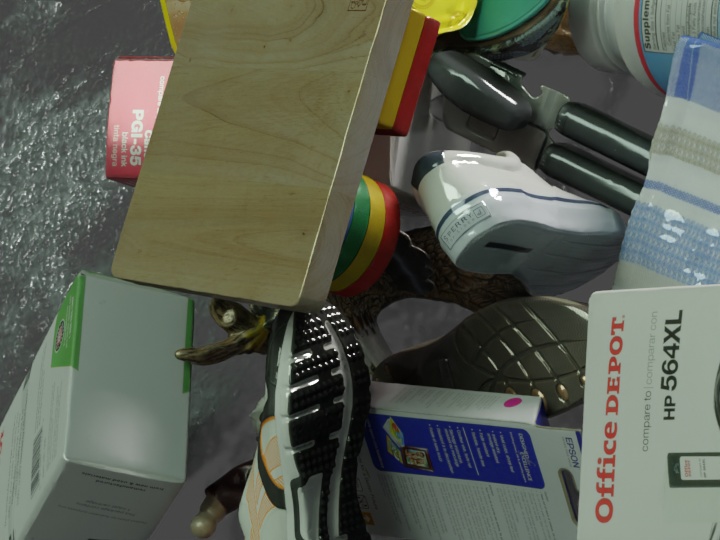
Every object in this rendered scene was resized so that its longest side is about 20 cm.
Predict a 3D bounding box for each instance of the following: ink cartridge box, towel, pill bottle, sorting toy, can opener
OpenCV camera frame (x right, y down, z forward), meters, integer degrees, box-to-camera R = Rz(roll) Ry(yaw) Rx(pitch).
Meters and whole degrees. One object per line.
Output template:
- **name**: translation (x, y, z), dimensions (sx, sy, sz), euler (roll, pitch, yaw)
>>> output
- **ink cartridge box**: translation (-0.179, 0.120, 1.660), dimensions (0.200, 0.084, 0.147), euler (123, 154, -49)
- **towel**: translation (0.211, -0.025, 1.450), dimensions (0.147, 0.024, 0.201), euler (26, 105, 43)
- **pill bottle**: translation (0.225, -0.154, 1.533), dimensions (0.199, 0.109, 0.109), euler (10, 68, 47)
- **ink cartridge box**: translation (0.066, 0.117, 1.485), dimensions (0.199, 0.095, 0.037), euler (5, 32, 42)
- **sorting toy**: translation (-0.040, -0.074, 1.476), dimensions (0.200, 0.069, 0.200), euler (8, 80, 53)
- **ink cartridge box**: translation (-0.043, -0.085, 1.635), dimensions (0.199, 0.146, 0.083), euler (3, 84, 21)
- **can opener**: translation (0.127, -0.074, 1.551), dimensions (0.199, 0.066, 0.053), euler (27, 110, 22)
- **ink cartridge box**: translation (0.219, 0.084, 1.355), dimensions (0.199, 0.084, 0.147), euler (-5, 77, 40)

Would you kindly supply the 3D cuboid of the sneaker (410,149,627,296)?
- **sneaker**: translation (0.098, -0.035, 1.492), dimensions (0.073, 0.200, 0.071), euler (-36, 67, 18)

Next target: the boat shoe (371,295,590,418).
- **boat shoe**: translation (0.092, 0.055, 1.513), dimensions (0.199, 0.073, 0.075), euler (-16, 87, 46)

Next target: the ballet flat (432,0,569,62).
- **ballet flat**: translation (0.080, -0.156, 1.631), dimensions (0.199, 0.074, 0.075), euler (-10, 54, 49)

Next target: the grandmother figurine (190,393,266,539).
- **grandmother figurine**: translation (-0.046, 0.153, 1.599), dimensions (0.121, 0.061, 0.201), euler (3, 50, 0)

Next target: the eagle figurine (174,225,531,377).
- **eagle figurine**: translation (0.004, 0.006, 1.606), dimensions (0.200, 0.151, 0.152), euler (-35, 14, 36)

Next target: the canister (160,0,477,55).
- **canister**: translation (-0.036, -0.208, 1.617), dimensions (0.199, 0.086, 0.149), euler (-7, 97, 39)

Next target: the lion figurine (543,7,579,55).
- **lion figurine**: translation (0.087, -0.202, 1.707), dimensions (0.199, 0.073, 0.123), euler (7, 61, 32)

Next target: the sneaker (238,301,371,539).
- **sneaker**: translation (-0.042, 0.114, 1.487), dimensions (0.080, 0.074, 0.201), euler (5, 98, 43)
